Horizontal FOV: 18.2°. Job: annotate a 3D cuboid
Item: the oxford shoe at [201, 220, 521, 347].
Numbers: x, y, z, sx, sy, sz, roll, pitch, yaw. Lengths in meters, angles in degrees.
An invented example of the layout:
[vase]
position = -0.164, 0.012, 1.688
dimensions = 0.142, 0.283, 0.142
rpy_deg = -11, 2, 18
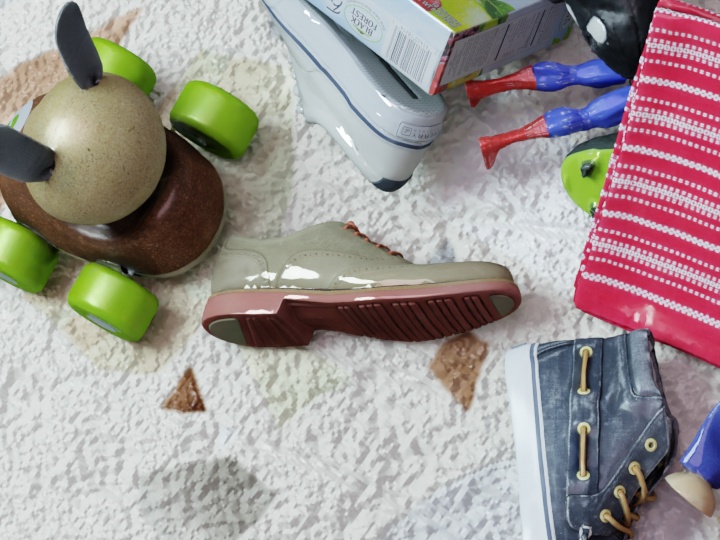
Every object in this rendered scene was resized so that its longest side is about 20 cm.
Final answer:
[oxford shoe]
position = 0.000, 0.000, 1.364
dimensions = 0.199, 0.071, 0.075
rpy_deg = -1, 65, 14

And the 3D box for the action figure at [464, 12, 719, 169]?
[action figure]
position = 0.166, -0.114, 1.369
dimensions = 0.199, 0.052, 0.066
rpy_deg = -14, 73, 5

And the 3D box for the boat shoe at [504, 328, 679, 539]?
[boat shoe]
position = 0.139, 0.128, 1.277
dimensions = 0.090, 0.071, 0.202
rpy_deg = -12, 67, 13

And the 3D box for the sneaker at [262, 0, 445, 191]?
[sneaker]
position = -0.021, -0.129, 1.408
dimensions = 0.200, 0.073, 0.071
rpy_deg = 57, 132, 39

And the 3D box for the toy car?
[toy car]
position = -0.175, -0.077, 1.368
dimensions = 0.157, 0.200, 0.165
rpy_deg = 24, 78, 22

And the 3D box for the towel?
[towel]
position = 0.206, -0.040, 1.279
dimensions = 0.144, 0.022, 0.201
rpy_deg = 24, 120, 20

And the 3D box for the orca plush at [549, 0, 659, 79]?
[orca plush]
position = 0.156, -0.220, 1.331
dimensions = 0.104, 0.071, 0.201
rpy_deg = 8, 77, -2

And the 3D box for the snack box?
[snack box]
position = 0.024, -0.199, 1.395
dimensions = 0.200, 0.053, 0.142
rpy_deg = 40, 40, 23

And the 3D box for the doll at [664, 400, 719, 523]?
[doll]
position = 0.264, 0.064, 1.256
dimensions = 0.136, 0.048, 0.200
rpy_deg = 38, 94, -8

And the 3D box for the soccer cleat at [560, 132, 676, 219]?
[soccer cleat]
position = 0.217, -0.059, 1.332
dimensions = 0.199, 0.068, 0.081
rpy_deg = 2, 32, 30
